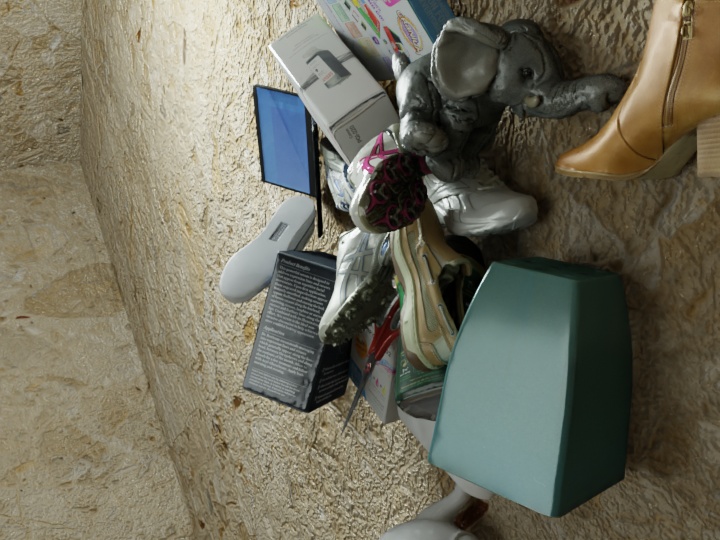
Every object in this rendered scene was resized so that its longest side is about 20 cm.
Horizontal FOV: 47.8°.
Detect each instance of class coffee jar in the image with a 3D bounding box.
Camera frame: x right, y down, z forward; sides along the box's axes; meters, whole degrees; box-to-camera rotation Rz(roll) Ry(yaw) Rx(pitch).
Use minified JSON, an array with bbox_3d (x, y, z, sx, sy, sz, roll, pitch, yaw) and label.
[{"bbox_3d":[0.091,0.059,0.909,0.104,0.085,0.201,-22,51,33],"label":"coffee jar"}]

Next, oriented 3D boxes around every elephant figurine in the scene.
[{"bbox_3d":[0.133,-0.189,0.791,0.200,0.155,0.142,-40,21,40],"label":"elephant figurine"}]

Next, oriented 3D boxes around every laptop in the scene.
[{"bbox_3d":[-0.114,-0.173,1.262,0.200,0.103,0.178,-97,4,-56],"label":"laptop"}]

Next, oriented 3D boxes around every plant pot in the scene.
[{"bbox_3d":[0.170,0.094,0.760,0.141,0.141,0.201,16,104,40],"label":"plant pot"}]

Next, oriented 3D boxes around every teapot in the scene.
[{"bbox_3d":[0.112,0.400,1.011,0.146,0.197,0.200,-26,99,26],"label":"teapot"}]

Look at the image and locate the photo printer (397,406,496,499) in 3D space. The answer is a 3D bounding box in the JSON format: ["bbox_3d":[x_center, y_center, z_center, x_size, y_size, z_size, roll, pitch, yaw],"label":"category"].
[{"bbox_3d":[0.123,0.164,0.984,0.200,0.069,0.167,43,136,50],"label":"photo printer"}]

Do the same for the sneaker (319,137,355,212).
[{"bbox_3d":[0.000,-0.114,1.134,0.200,0.077,0.085,-120,26,-52],"label":"sneaker"}]

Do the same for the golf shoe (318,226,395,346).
[{"bbox_3d":[0.000,0.000,1.026,0.097,0.078,0.200,39,95,32],"label":"golf shoe"}]

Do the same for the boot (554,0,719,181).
[{"bbox_3d":[0.237,-0.145,0.655,0.201,0.071,0.145,7,100,59],"label":"boot"}]

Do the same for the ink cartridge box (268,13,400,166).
[{"bbox_3d":[-0.020,-0.213,1.043,0.200,0.085,0.146,59,-177,38],"label":"ink cartridge box"}]

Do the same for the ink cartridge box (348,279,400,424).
[{"bbox_3d":[0.044,0.093,1.116,0.115,0.068,0.201,47,139,47],"label":"ink cartridge box"}]

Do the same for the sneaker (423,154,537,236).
[{"bbox_3d":[0.118,-0.091,0.893,0.200,0.078,0.100,16,110,60],"label":"sneaker"}]

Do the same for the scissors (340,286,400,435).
[{"bbox_3d":[0.015,0.112,1.039,0.200,0.014,0.073,-61,32,11],"label":"scissors"}]

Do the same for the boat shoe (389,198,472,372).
[{"bbox_3d":[0.082,0.002,0.841,0.076,0.072,0.201,-26,59,36],"label":"boat shoe"}]

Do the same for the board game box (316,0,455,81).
[{"bbox_3d":[0.029,-0.296,0.947,0.153,0.040,0.200,54,164,-25],"label":"board game box"}]

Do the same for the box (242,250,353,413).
[{"bbox_3d":[-0.067,0.080,1.151,0.107,0.148,0.201,18,96,17],"label":"box"}]

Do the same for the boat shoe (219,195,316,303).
[{"bbox_3d":[-0.127,-0.020,1.165,0.072,0.200,0.066,17,145,21],"label":"boat shoe"}]

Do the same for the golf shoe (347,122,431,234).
[{"bbox_3d":[0.024,-0.092,0.850,0.092,0.200,0.073,-17,114,30],"label":"golf shoe"}]
